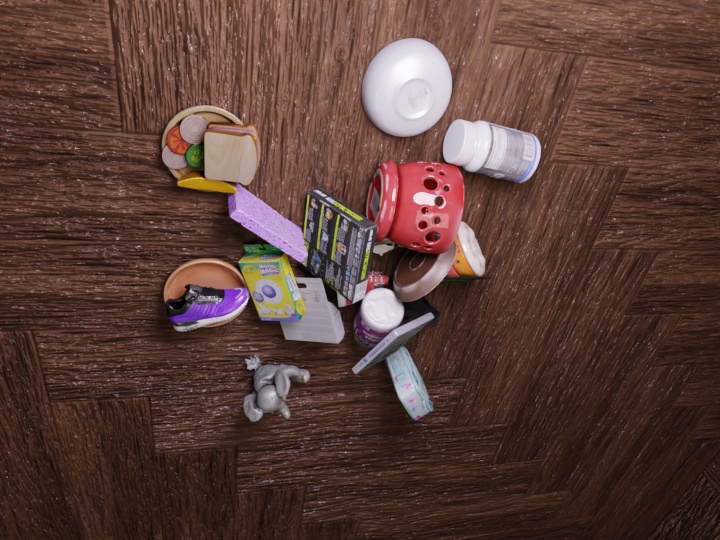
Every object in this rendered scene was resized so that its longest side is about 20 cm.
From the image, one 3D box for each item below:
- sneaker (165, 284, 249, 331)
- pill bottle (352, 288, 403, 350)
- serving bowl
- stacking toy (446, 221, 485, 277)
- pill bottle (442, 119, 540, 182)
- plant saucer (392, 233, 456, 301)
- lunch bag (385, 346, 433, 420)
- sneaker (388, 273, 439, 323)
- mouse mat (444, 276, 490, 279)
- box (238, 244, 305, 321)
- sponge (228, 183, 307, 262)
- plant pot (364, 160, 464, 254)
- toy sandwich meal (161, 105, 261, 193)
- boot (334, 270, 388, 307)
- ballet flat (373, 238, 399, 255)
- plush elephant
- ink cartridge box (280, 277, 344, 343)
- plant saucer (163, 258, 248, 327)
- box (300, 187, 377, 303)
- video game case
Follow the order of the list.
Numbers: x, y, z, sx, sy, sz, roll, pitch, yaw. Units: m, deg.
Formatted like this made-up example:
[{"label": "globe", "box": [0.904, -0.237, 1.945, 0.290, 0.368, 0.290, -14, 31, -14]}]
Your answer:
[{"label": "sneaker", "box": [-0.364, 0.071, 1.233, 0.197, 0.070, 0.101, -20, 126, -2]}, {"label": "pill bottle", "box": [0.039, 0.137, 1.381, 0.110, 0.114, 0.201, -4, 153, -13]}, {"label": "serving bowl", "box": [0.105, -0.369, 1.097, 0.197, 0.066, 0.203, -8, 126, -11]}, {"label": "stacking toy", "box": [0.209, -0.023, 1.355, 0.198, 0.148, 0.146, -25, 130, 23]}, {"label": "pill bottle", "box": [0.295, -0.272, 1.191, 0.197, 0.114, 0.115, 8, 123, -20]}, {"label": "plant saucer", "box": [0.147, -0.015, 1.283, 0.032, 0.201, 0.200, 39, 109, -24]}, {"label": "lunch bag", "box": [0.137, 0.317, 1.516, 0.076, 0.201, 0.162, -26, 126, 3]}, {"label": "sneaker", "box": [0.152, 0.076, 1.435, 0.197, 0.060, 0.105, 17, 123, -22]}, {"label": "mouse mat", "box": [0.216, 0.025, 1.349, 0.198, 0.160, 0.008, 2, 83, -38]}, {"label": "box", "box": [-0.214, 0.029, 1.264, 0.115, 0.049, 0.203, -1, 121, 24]}, {"label": "sponge", "box": [-0.206, -0.105, 1.170, 0.030, 0.112, 0.199, -42, 126, 18]}, {"label": "plant pot", "box": [0.115, -0.149, 1.179, 0.179, 0.202, 0.203, 9, 123, -14]}, {"label": "toy sandwich meal", "box": [-0.303, -0.235, 1.074, 0.201, 0.071, 0.208, -8, 127, -10]}, {"label": "boot", "box": [0.000, 0.000, 1.334, 0.142, 0.073, 0.202, -12, 135, -8]}, {"label": "ballet flat", "box": [0.085, -0.078, 1.300, 0.197, 0.073, 0.074, -16, 128, -5]}, {"label": "plush elephant", "box": [-0.239, 0.338, 1.452, 0.164, 0.156, 0.200, -36, 127, 12]}, {"label": "ink cartridge box", "box": [-0.137, 0.091, 1.334, 0.160, 0.057, 0.203, 2, 119, 22]}, {"label": "plant saucer", "box": [-0.374, 0.051, 1.282, 0.197, 0.038, 0.203, -8, 127, -11]}, {"label": "box", "box": [-0.056, -0.056, 1.205, 0.047, 0.192, 0.203, -22, 135, -39]}, {"label": "video game case", "box": [0.088, 0.190, 1.392, 0.182, 0.022, 0.199, -47, 163, 32]}]
